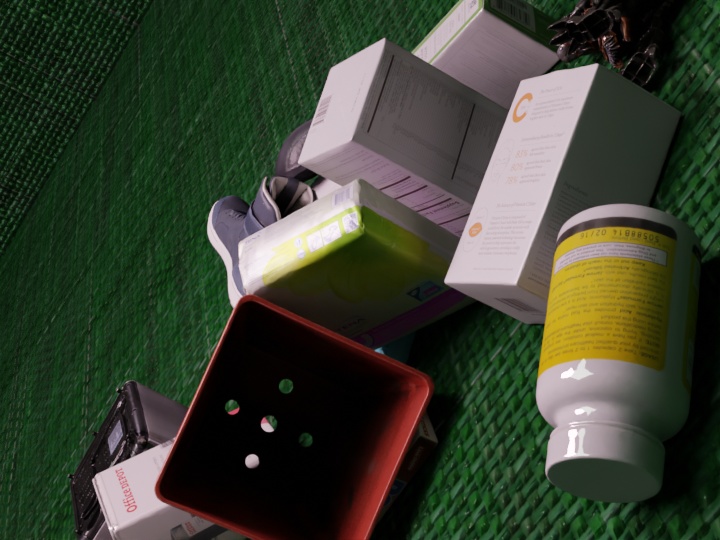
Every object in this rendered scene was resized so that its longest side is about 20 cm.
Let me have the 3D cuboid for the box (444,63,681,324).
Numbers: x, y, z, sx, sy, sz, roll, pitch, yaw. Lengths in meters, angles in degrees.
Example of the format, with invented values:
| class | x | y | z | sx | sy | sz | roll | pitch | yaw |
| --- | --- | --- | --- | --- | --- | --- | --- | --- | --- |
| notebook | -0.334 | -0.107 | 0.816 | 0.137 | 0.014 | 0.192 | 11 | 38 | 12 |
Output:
| class | x | y | z | sx | sy | sz | roll | pitch | yaw |
| --- | --- | --- | --- | --- | --- | --- | --- | --- | --- |
| box | 0.172 | -0.061 | 1.197 | 0.124 | 0.097 | 0.200 | 1 | 68 | 65 |

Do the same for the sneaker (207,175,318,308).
| class | x | y | z | sx | sy | sz | roll | pitch | yaw |
| --- | --- | --- | --- | --- | --- | --- | --- | --- | --- |
| sneaker | -0.107 | -0.061 | 1.552 | 0.146 | 0.077 | 0.202 | -66 | 30 | 29 |

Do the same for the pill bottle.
| class | x | y | z | sx | sy | sz | roll | pitch | yaw |
| --- | --- | --- | --- | --- | --- | --- | --- | --- | --- |
| pill bottle | 0.188 | 0.061 | 1.021 | 0.111 | 0.111 | 0.200 | -32 | 39 | 51 |

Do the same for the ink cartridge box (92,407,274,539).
| class | x | y | z | sx | sy | sz | roll | pitch | yaw |
| --- | --- | --- | --- | --- | --- | --- | --- | --- | --- |
| ink cartridge box | -0.176 | 0.239 | 1.508 | 0.200 | 0.085 | 0.146 | -23 | 21 | -11 |

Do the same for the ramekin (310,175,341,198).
| class | x | y | z | sx | sy | sz | roll | pitch | yaw |
| --- | --- | --- | --- | --- | --- | --- | --- | --- | --- |
| ramekin | -0.012 | -0.021 | 1.546 | 0.202 | 0.094 | 0.203 | -46 | 29 | 35 |

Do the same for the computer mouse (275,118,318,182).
| class | x | y | z | sx | sy | sz | roll | pitch | yaw |
| --- | --- | --- | --- | --- | --- | --- | --- | --- | --- |
| computer mouse | -0.016 | -0.161 | 1.582 | 0.200 | 0.053 | 0.138 | -28 | -4 | 4 |

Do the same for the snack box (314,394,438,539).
| class | x | y | z | sx | sy | sz | roll | pitch | yaw |
| --- | --- | --- | --- | --- | --- | --- | --- | --- | --- |
| snack box | 0.005 | 0.217 | 1.357 | 0.200 | 0.024 | 0.072 | -56 | 23 | 19 |

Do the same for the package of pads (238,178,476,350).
| class | x | y | z | sx | sy | sz | roll | pitch | yaw |
| --- | --- | --- | --- | --- | --- | --- | --- | --- | --- |
| package of pads | 0.000 | 0.000 | 1.319 | 0.154 | 0.200 | 0.068 | -26 | 55 | 29 |

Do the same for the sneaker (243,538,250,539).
| class | x | y | z | sx | sy | sz | roll | pitch | yaw |
| --- | --- | --- | --- | --- | --- | --- | --- | --- | --- |
| sneaker | -0.200 | 0.344 | 1.509 | 0.200 | 0.140 | 0.078 | -58 | 24 | 16 |

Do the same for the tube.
| class | x | y | z | sx | sy | sz | roll | pitch | yaw |
| --- | --- | --- | --- | --- | --- | --- | --- | --- | --- |
| tube | 0.030 | 0.070 | 1.433 | 0.077 | 0.050 | 0.200 | -2 | 70 | 68 |

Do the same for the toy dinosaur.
| class | x | y | z | sx | sy | sz | roll | pitch | yaw |
| --- | --- | --- | --- | --- | --- | --- | --- | --- | --- |
| toy dinosaur | 0.238 | -0.238 | 1.256 | 0.136 | 0.102 | 0.200 | -59 | -5 | -33 |

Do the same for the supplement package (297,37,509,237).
| class | x | y | z | sx | sy | sz | roll | pitch | yaw |
| --- | --- | --- | --- | --- | --- | --- | --- | --- | --- |
| supplement package | 0.062 | -0.118 | 1.355 | 0.109 | 0.200 | 0.114 | -15 | 52 | 59 |

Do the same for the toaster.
| class | x | y | z | sx | sy | sz | roll | pitch | yaw |
| --- | --- | --- | --- | --- | --- | --- | --- | --- | --- |
| toaster | -0.285 | 0.266 | 1.798 | 0.181 | 0.119 | 0.200 | -60 | 23 | 11 |

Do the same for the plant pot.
| class | x | y | z | sx | sy | sz | roll | pitch | yaw |
| --- | --- | --- | --- | --- | --- | --- | --- | --- | --- |
| plant pot | -0.075 | 0.152 | 1.340 | 0.200 | 0.200 | 0.176 | -66 | 11 | -6 |

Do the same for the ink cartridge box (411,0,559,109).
| class | x | y | z | sx | sy | sz | roll | pitch | yaw |
| --- | --- | --- | --- | --- | --- | --- | --- | --- | --- |
| ink cartridge box | 0.109 | -0.203 | 1.466 | 0.200 | 0.104 | 0.059 | -45 | 29 | 39 |
